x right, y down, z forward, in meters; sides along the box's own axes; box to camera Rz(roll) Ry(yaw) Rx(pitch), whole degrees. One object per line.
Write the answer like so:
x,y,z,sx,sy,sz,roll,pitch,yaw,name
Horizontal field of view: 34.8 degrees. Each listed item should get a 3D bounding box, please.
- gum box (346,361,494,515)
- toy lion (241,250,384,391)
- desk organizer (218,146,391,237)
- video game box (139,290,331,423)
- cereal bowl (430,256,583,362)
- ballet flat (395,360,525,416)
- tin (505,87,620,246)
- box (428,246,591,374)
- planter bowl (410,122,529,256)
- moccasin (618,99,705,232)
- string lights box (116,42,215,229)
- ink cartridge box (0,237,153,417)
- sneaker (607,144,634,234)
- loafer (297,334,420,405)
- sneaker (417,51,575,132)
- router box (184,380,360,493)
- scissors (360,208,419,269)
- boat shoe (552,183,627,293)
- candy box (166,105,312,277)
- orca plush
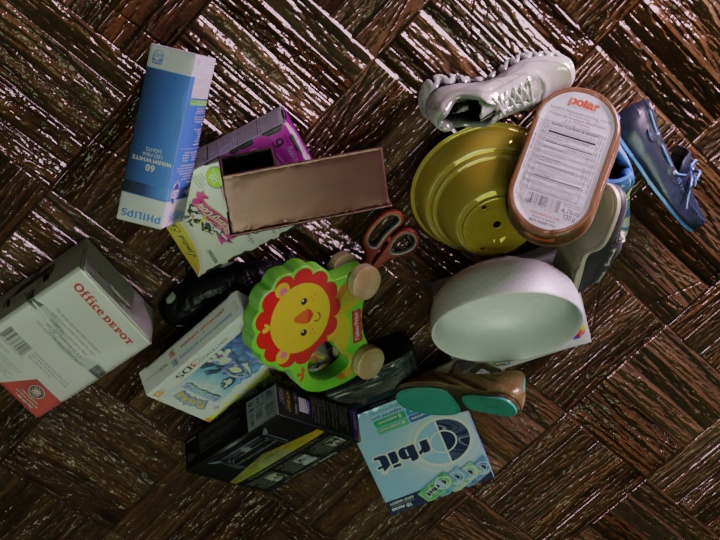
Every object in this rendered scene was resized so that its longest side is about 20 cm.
0.087,0.250,1.686,0.168,0.045,0.202,-21,119,5,gum box
-0.064,0.073,1.491,0.190,0.068,0.203,-23,125,-29,toy lion
-0.068,-0.107,1.377,0.197,0.072,0.078,-11,117,-5,desk organizer
-0.165,0.129,1.544,0.181,0.047,0.199,-38,141,16,video game box
0.187,0.041,1.491,0.197,0.084,0.201,-2,150,-1,cereal bowl
0.141,0.157,1.565,0.198,0.073,0.068,-5,133,39,ballet flat
0.246,-0.127,1.385,0.111,0.042,0.202,19,76,9,tin
0.209,0.059,1.594,0.197,0.041,0.157,-18,121,4,box
0.166,-0.081,1.463,0.197,0.084,0.202,-4,131,-5,planter bowl
0.401,-0.133,1.485,0.068,0.081,0.200,-35,119,15,moccasin
-0.225,-0.156,1.338,0.058,0.103,0.203,14,98,3,string lights box
-0.390,0.075,1.502,0.199,0.083,0.147,-32,119,12,ink cartridge box
0.314,-0.102,1.476,0.075,0.105,0.202,-23,120,4,sneaker
-0.009,0.163,1.610,0.197,0.073,0.073,-20,125,6,loafer
0.172,-0.213,1.411,0.197,0.081,0.076,-15,119,0,sneaker
-0.122,0.235,1.588,0.199,0.053,0.156,-34,139,32,router box
0.000,0.000,1.552,0.073,0.014,0.200,34,111,-25,scissors
0.303,-0.044,1.467,0.062,0.073,0.201,-13,146,-22,boat shoe
-0.152,-0.098,1.446,0.198,0.061,0.137,-26,120,8,candy box
-0.172,0.041,1.517,0.197,0.071,0.107,-5,121,-4,orca plush
